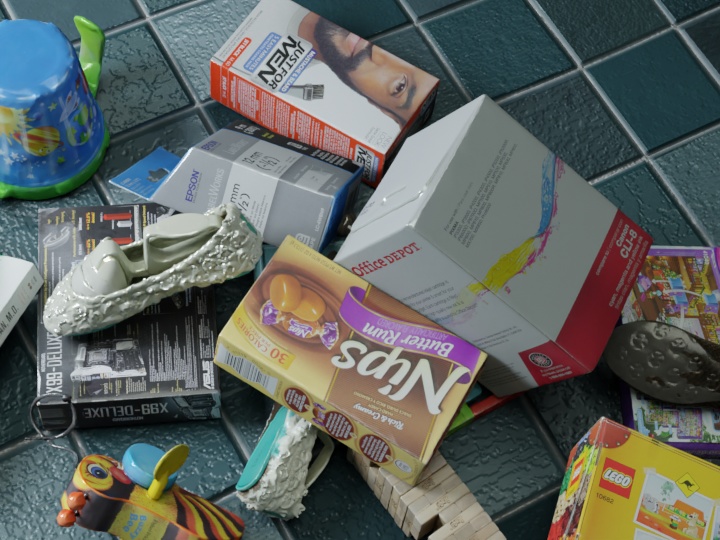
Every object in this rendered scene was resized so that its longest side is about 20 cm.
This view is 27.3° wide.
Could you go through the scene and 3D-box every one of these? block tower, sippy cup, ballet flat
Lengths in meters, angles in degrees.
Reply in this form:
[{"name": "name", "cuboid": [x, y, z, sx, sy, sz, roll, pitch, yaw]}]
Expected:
[{"name": "block tower", "cuboid": [0.067, 0.207, 1.231, 0.054, 0.058, 0.201, -30, 67, -20]}, {"name": "sippy cup", "cuboid": [-0.305, -0.157, 1.373, 0.138, 0.131, 0.180, -2, 60, -5]}, {"name": "ballet flat", "cuboid": [-0.180, -0.009, 1.241, 0.198, 0.072, 0.072, -20, 61, 2]}, {"name": "ballet flat", "cuboid": [0.308, 0.089, 1.285, 0.197, 0.046, 0.068, 12, 90, 8]}, {"name": "ballet flat", "cuboid": [-0.046, 0.125, 1.274, 0.071, 0.072, 0.202, 20, 62, 7]}]

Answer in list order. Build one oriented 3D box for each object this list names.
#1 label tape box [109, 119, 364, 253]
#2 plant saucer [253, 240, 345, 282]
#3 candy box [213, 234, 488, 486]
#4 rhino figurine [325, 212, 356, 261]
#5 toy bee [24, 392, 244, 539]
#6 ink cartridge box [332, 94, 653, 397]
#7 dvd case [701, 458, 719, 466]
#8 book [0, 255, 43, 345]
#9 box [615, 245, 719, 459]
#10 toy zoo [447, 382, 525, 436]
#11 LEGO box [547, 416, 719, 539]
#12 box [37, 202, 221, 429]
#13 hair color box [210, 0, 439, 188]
[{"name": "label tape box", "cuboid": [-0.107, -0.087, 1.341, 0.198, 0.067, 0.143, 22, 19, 5]}, {"name": "plant saucer", "cuboid": [0.000, 0.000, 1.370, 0.197, 0.019, 0.071, -3, 60, -8]}, {"name": "candy box", "cuboid": [-0.008, 0.074, 1.230, 0.199, 0.057, 0.117, 31, 60, 7]}, {"name": "rhino figurine", "cuboid": [0.056, -0.046, 1.358, 0.087, 0.060, 0.200, 29, 49, 22]}, {"name": "toy bee", "cuboid": [-0.195, 0.191, 1.185, 0.197, 0.133, 0.109, 12, 18, 9]}, {"name": "ink cartridge box", "cuboid": [0.109, -0.017, 1.242, 0.199, 0.145, 0.146, 38, 64, -15]}, {"name": "dvd case", "cuboid": [0.322, 0.230, 1.258, 0.197, 0.022, 0.148, 3, 59, -4]}, {"name": "book", "cuboid": [-0.373, 0.068, 1.260, 0.132, 0.048, 0.201, 9, 53, 26]}, {"name": "box", "cuboid": [0.299, 0.072, 1.339, 0.135, 0.039, 0.202, 2, 59, -3]}, {"name": "toy zoo", "cuboid": [0.109, 0.055, 1.334, 0.198, 0.021, 0.132, -27, 73, -19]}, {"name": "LEGO box", "cuboid": [0.252, 0.230, 1.176, 0.198, 0.077, 0.150, 23, 59, -2]}, {"name": "box", "cuboid": [-0.205, 0.036, 1.313, 0.155, 0.050, 0.202, -4, 59, -7]}, {"name": "hair color box", "cuboid": [-0.036, -0.178, 1.447, 0.198, 0.064, 0.111, 29, 60, 11]}]
